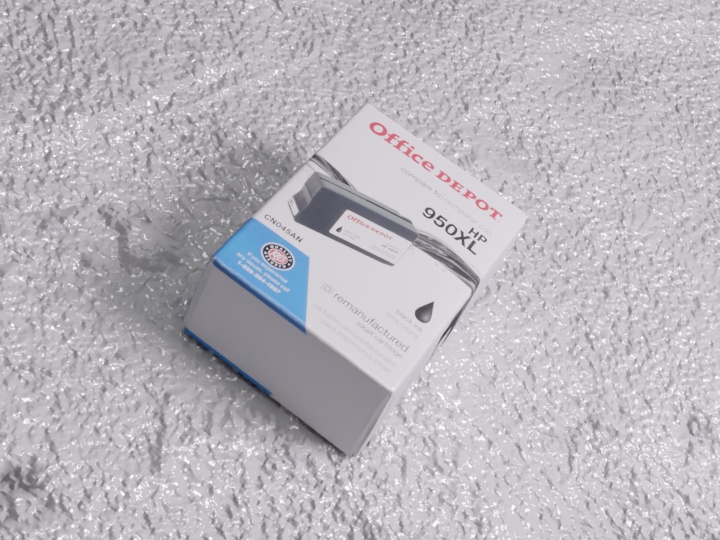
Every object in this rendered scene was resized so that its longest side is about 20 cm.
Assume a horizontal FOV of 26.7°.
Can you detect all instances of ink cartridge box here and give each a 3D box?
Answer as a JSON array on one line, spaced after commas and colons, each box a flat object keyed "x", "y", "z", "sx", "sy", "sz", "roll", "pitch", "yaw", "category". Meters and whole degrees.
[{"x": 0.000, "y": 0.000, "z": 1.013, "sx": 0.144, "sy": 0.084, "sz": 0.200, "roll": 36, "pitch": 48, "yaw": 6, "category": "ink cartridge box"}]
